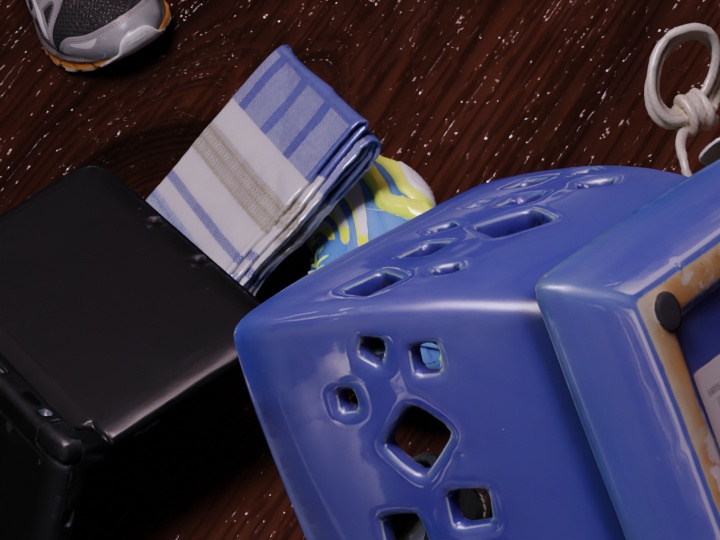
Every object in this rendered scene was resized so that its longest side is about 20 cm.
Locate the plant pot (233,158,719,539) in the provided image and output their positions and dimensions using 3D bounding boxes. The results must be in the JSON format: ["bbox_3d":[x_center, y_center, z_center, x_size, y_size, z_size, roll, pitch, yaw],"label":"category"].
[{"bbox_3d":[0.099,0.064,1.100,0.180,0.200,0.200,-13,11,41],"label":"plant pot"}]

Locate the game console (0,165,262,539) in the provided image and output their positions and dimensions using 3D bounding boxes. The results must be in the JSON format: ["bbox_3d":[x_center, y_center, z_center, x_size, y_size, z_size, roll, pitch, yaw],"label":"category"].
[{"bbox_3d":[-0.153,0.064,1.372,0.116,0.176,0.200,-3,27,-35],"label":"game console"}]

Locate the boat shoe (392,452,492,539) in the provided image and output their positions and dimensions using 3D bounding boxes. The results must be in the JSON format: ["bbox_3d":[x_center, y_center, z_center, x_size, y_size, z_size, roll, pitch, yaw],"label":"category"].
[{"bbox_3d":[-0.003,0.156,1.201,0.074,0.066,0.199,-4,34,48],"label":"boat shoe"}]

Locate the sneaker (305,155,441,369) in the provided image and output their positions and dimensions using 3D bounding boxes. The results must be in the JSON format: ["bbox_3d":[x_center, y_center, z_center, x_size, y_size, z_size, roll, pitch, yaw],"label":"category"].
[{"bbox_3d":[0.000,0.000,1.358,0.105,0.076,0.200,-12,32,-35],"label":"sneaker"}]

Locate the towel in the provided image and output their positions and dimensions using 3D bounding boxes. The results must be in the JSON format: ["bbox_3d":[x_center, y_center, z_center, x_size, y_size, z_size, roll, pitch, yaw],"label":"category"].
[{"bbox_3d":[-0.077,-0.019,1.410,0.200,0.024,0.147,-50,30,4],"label":"towel"}]

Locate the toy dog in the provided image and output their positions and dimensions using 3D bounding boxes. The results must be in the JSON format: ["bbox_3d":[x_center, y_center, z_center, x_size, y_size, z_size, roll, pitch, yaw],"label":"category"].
[{"bbox_3d":[0.157,-0.020,1.291,0.200,0.132,0.096,-42,25,-21],"label":"toy dog"}]

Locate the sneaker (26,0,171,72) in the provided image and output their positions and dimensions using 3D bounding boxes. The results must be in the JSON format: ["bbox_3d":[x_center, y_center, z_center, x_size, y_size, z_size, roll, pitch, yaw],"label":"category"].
[{"bbox_3d":[-0.184,-0.191,1.671,0.078,0.077,0.200,-31,43,-12],"label":"sneaker"}]
